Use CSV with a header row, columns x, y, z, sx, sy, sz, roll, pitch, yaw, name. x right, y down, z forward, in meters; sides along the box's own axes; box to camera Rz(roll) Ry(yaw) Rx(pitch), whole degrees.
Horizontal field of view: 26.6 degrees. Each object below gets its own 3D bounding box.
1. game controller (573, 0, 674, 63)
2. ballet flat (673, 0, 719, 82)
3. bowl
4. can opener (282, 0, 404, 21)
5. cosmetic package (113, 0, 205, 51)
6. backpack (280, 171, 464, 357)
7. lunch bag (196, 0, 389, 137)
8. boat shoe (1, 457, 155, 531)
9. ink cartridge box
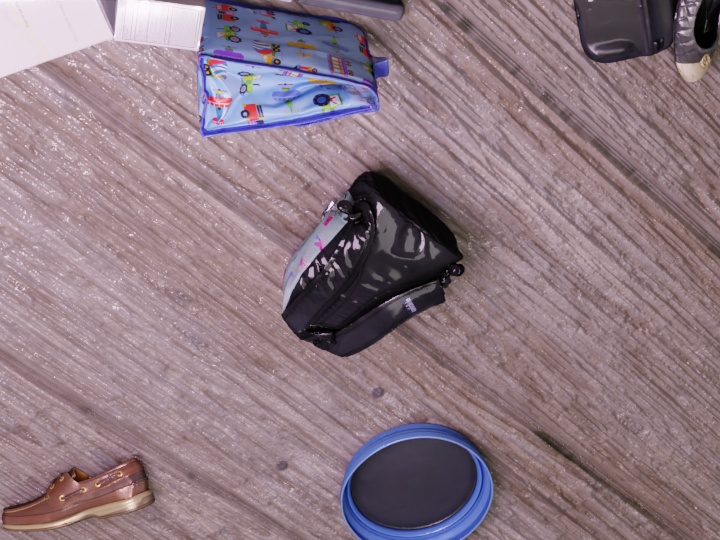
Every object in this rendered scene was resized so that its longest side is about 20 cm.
x,y,z,sx,sy,sz,roll,pitch,yaw,name
0.276,-0.315,1.630,0.104,0.042,0.201,-7,124,14,game controller
0.377,-0.292,1.631,0.066,0.057,0.201,-27,134,-43,ballet flat
0.071,0.283,1.976,0.200,0.039,0.201,-3,122,-5,bowl
-0.045,-0.292,1.577,0.199,0.067,0.054,9,122,-13,can opener
-0.197,-0.280,1.485,0.082,0.200,0.051,7,122,-12,cosmetic package
0.000,0.000,1.736,0.167,0.127,0.200,38,112,-14,backpack
-0.069,-0.214,1.574,0.199,0.151,0.094,-2,123,-6,lunch bag
-0.357,0.281,1.909,0.199,0.072,0.068,-14,90,11,boat shoe
-0.331,-0.283,1.508,0.199,0.129,0.126,-17,123,4,ink cartridge box
